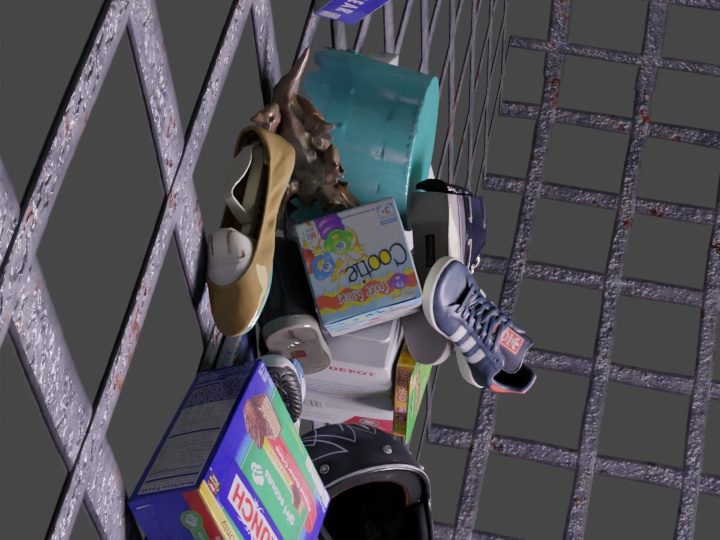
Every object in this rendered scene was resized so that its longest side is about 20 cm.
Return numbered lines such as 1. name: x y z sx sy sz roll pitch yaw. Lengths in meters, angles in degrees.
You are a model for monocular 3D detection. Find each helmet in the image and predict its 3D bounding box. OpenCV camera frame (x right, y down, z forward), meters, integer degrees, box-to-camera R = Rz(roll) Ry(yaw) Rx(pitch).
1. helmet: -0.020 0.257 1.675 0.200 0.199 0.192 57 28 -77

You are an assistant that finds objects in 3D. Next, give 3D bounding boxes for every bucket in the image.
1. bucket: 0.007 -0.141 1.805 0.207 0.134 0.209 11 90 -81

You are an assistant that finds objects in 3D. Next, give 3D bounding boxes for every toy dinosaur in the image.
1. toy dinosaur: -0.060 -0.128 1.598 0.136 0.085 0.201 -88 167 -68

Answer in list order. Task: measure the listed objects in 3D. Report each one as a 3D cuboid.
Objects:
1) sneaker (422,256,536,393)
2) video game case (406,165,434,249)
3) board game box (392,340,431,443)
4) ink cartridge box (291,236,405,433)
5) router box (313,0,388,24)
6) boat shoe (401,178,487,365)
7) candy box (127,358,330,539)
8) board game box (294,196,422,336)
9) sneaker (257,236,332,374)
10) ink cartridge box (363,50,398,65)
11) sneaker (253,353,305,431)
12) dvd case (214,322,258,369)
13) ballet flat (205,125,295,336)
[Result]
1. sneaker: 0.132 0.060 1.677 0.075 0.084 0.200 -56 140 -19
2. video game case: 0.021 -0.050 1.991 0.200 0.024 0.182 -47 153 -14
3. board game box: 0.064 0.103 1.834 0.200 0.030 0.096 -72 167 -58
4. ink cartridge box: -0.018 0.077 1.841 0.200 0.144 0.145 82 19 -64
5. router box: 0.017 -0.364 1.653 0.200 0.049 0.181 167 -66 -71
6. boat shoe: 0.101 0.003 1.761 0.092 0.074 0.201 2 92 -53
7. candy box: -0.109 0.204 1.417 0.170 0.077 0.200 65 24 -23
8. board game box: 0.000 0.000 1.634 0.200 0.104 0.104 82 -8 -85
9. sneaker: -0.073 0.041 1.650 0.200 0.074 0.107 99 -19 -69
10. ink cartridge box: 0.005 -0.171 2.071 0.174 0.043 0.201 -59 157 -71
11. sneaker: -0.091 0.116 1.572 0.200 0.075 0.078 103 -7 -67
12. dvd case: -0.134 0.147 1.583 0.143 0.017 0.201 90 12 -48
13. ballet flat: -0.110 -0.040 1.455 0.063 0.068 0.201 40 52 -47
